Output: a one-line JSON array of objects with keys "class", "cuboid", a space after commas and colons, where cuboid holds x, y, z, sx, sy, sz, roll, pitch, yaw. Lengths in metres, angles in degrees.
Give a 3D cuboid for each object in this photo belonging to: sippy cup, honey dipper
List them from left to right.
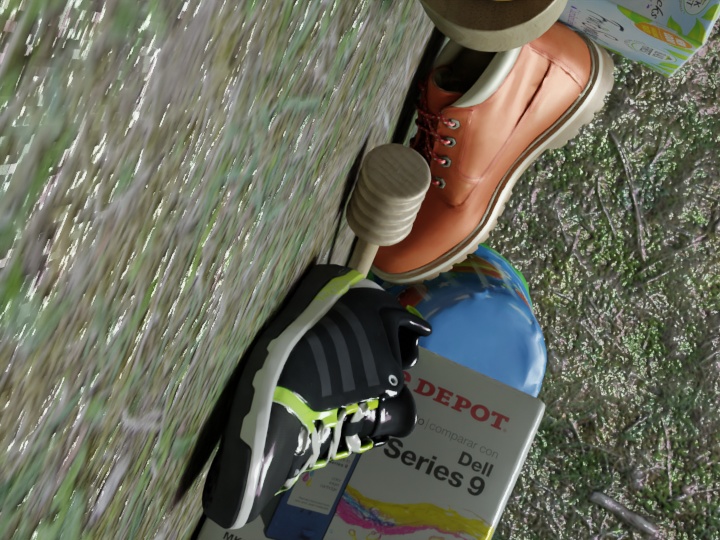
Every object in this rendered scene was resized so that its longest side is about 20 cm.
[{"class": "honey dipper", "cuboid": [0.000, 0.000, 0.943, 0.200, 0.038, 0.038, 110, 6, -57]}, {"class": "sippy cup", "cuboid": [0.063, 0.050, 1.106, 0.139, 0.178, 0.130, -36, -167, -1]}]

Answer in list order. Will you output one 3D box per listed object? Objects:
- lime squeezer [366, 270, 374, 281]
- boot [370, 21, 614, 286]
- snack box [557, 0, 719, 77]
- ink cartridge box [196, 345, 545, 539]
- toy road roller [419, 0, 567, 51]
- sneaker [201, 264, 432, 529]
[{"class": "lime squeezer", "cuboid": [-0.009, 0.070, 1.041, 0.071, 0.038, 0.200, -28, -148, 54]}, {"class": "boot", "cuboid": [0.054, -0.079, 1.015, 0.200, 0.075, 0.107, -50, 143, 16]}, {"class": "snack box", "cuboid": [0.136, -0.171, 0.973, 0.200, 0.142, 0.053, -17, 131, -84]}, {"class": "ink cartridge box", "cuboid": [-0.004, 0.139, 0.914, 0.088, 0.145, 0.200, 96, 19, -71]}, {"class": "toy road roller", "cuboid": [0.115, -0.173, 0.683, 0.123, 0.146, 0.200, -20, 133, -83]}, {"class": "sneaker", "cuboid": [-0.011, 0.059, 0.813, 0.200, 0.083, 0.072, -60, 172, -55]}]
